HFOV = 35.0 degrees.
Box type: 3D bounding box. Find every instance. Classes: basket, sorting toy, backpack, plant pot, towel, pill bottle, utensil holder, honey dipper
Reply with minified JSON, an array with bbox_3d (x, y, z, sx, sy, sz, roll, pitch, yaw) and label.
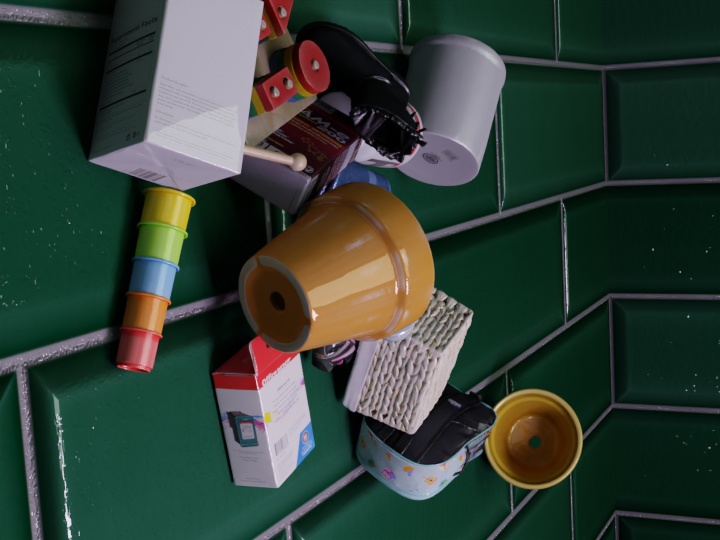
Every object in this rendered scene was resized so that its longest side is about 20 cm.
[{"bbox_3d":[0.071,0.127,1.701,0.136,0.123,0.200,-48,160,-47],"label":"basket"},{"bbox_3d":[-0.121,-0.279,1.415,0.200,0.070,0.199,65,32,-16],"label":"sorting toy"},{"bbox_3d":[0.090,0.266,1.804,0.200,0.176,0.153,-28,147,-50],"label":"backpack"},{"bbox_3d":[0.360,0.353,2.379,0.189,0.201,0.201,45,49,-75],"label":"plant pot"},{"bbox_3d":[-0.018,-0.102,1.672,0.112,0.049,0.200,-62,154,6],"label":"towel"},{"bbox_3d":[0.007,-0.212,1.695,0.200,0.111,0.111,-2,92,-65],"label":"pill bottle"},{"bbox_3d":[0.143,-0.267,1.926,0.170,0.170,0.200,54,46,-52],"label":"utensil holder"},{"bbox_3d":[-0.148,-0.147,1.343,0.200,0.038,0.038,8,81,-35],"label":"honey dipper"},{"bbox_3d":[-0.042,0.011,1.408,0.183,0.200,0.200,-26,115,-43],"label":"plant pot"}]

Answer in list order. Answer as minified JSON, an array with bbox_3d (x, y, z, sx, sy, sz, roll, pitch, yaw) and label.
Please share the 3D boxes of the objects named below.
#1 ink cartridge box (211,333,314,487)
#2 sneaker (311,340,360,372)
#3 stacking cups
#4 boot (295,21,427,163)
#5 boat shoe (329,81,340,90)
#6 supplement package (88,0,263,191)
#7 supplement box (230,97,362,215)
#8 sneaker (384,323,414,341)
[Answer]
[{"bbox_3d":[-0.125,0.162,1.465,0.116,0.067,0.200,-41,127,-59],"label":"ink cartridge box"},{"bbox_3d":[-0.027,0.092,1.691,0.200,0.080,0.086,-22,128,-60],"label":"sneaker"},{"bbox_3d":[-0.233,0.010,1.256,0.061,0.060,0.200,39,59,-59],"label":"stacking cups"},{"bbox_3d":[-0.001,-0.238,1.530,0.198,0.073,0.163,33,29,-23],"label":"boot"},{"bbox_3d":[-0.022,-0.305,1.684,0.200,0.072,0.072,-6,97,-58],"label":"boat shoe"},{"bbox_3d":[-0.195,-0.202,1.215,0.121,0.120,0.200,18,73,-38],"label":"supplement package"},{"bbox_3d":[-0.081,-0.158,1.498,0.061,0.109,0.200,-64,172,34],"label":"supplement box"},{"bbox_3d":[0.000,0.000,1.563,0.080,0.200,0.131,-47,165,-24],"label":"sneaker"}]
